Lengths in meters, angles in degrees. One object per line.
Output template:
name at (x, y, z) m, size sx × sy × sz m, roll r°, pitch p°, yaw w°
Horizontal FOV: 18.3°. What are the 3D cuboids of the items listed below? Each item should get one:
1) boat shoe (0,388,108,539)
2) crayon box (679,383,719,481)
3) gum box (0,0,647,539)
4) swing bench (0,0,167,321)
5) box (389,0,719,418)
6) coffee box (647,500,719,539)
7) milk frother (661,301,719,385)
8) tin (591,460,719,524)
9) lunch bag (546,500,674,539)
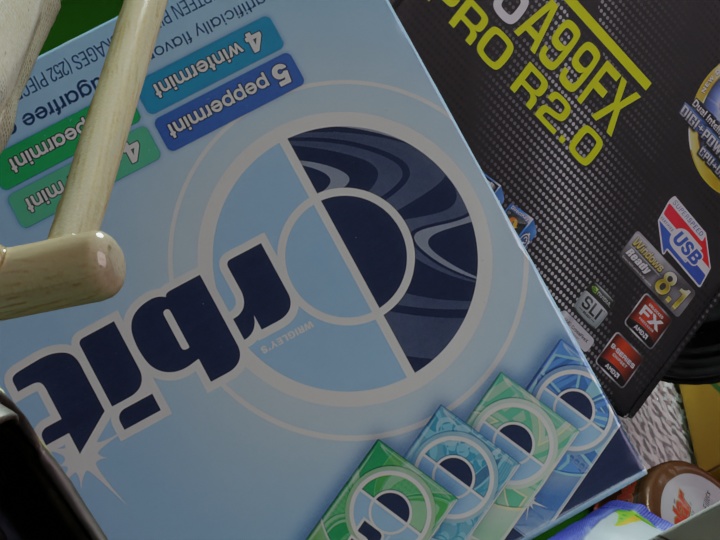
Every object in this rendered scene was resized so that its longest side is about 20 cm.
boat shoe at (-0.116, 0.056, 0.624) m, size 0.202 × 0.060 × 0.072 m, roll 58°, pitch 30°, yaw 1°
crayon box at (0.214, 0.060, 1.138) m, size 0.127 × 0.051 × 0.201 m, roll 31°, pitch 39°, yaw -40°
gum box at (-0.035, 0.016, 0.687) m, size 0.201 × 0.169 × 0.045 m, roll 62°, pitch -9°, yaw 6°
swing bench at (-0.153, -0.059, 0.544) m, size 0.130 × 0.199 × 0.200 m, roll 48°, pitch 30°, yaw -28°
box at (0.083, -0.064, 0.883) m, size 0.200 × 0.160 × 0.044 m, roll 44°, pitch -12°, yaw -27°
coffee box at (0.062, 0.157, 0.658) m, size 0.080 × 0.199 × 0.114 m, roll 0°, pitch 61°, yaw -60°
milk frother at (0.124, -0.080, 0.992) m, size 0.188 × 0.180 × 0.201 m, roll 34°, pitch 24°, yaw -41°
tin at (0.175, 0.170, 0.989) m, size 0.200 × 0.042 × 0.112 m, roll 49°, pitch 26°, yaw -15°
lunch bag at (0.112, 0.185, 0.795) m, size 0.200 × 0.127 × 0.170 m, roll 52°, pitch 32°, yaw 12°
